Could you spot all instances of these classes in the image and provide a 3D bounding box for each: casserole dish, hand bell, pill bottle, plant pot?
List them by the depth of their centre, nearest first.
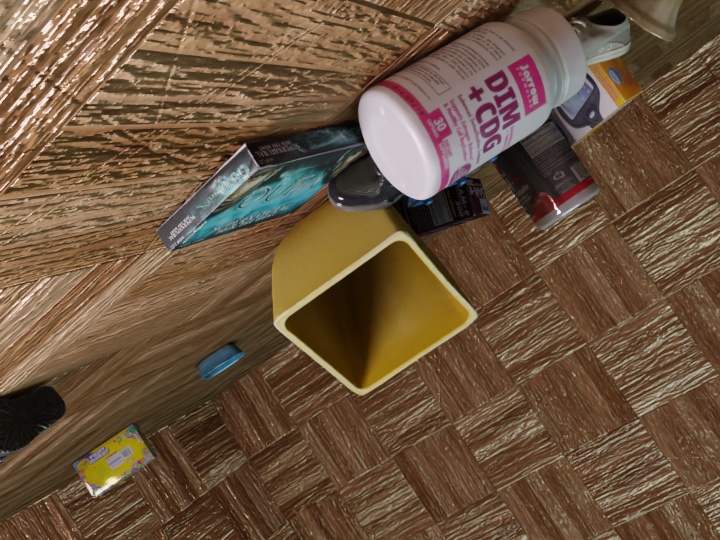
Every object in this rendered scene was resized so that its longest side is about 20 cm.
[{"bbox_3d":[0.108,-0.162,0.743,0.200,0.114,0.113,-33,175,-17],"label":"pill bottle"},{"bbox_3d":[0.363,-0.360,0.843,0.104,0.104,0.200,-29,160,-51],"label":"hand bell"},{"bbox_3d":[0.000,0.000,1.036,0.194,0.200,0.196,-35,131,12],"label":"plant pot"},{"bbox_3d":[0.266,-0.172,1.211,0.111,0.200,0.111,-34,175,-3],"label":"pill bottle"},{"bbox_3d":[-0.355,0.229,2.001,0.121,0.039,0.200,-34,176,-9],"label":"casserole dish"}]

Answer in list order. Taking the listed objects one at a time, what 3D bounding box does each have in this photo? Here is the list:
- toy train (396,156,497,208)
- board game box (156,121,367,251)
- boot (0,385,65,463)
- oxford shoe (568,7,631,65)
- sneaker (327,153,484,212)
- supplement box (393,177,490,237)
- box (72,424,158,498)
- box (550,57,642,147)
[{"bbox_3d":[0.114,-0.157,1.027,0.200,0.087,0.114,-34,172,-5],"label":"toy train"},{"bbox_3d":[-0.082,-0.083,0.747,0.135,0.028,0.200,-36,175,34],"label":"board game box"},{"bbox_3d":[-0.483,0.226,0.964,0.200,0.066,0.165,-31,175,15],"label":"boot"},{"bbox_3d":[0.253,-0.278,0.971,0.200,0.075,0.058,-24,131,-21],"label":"oxford shoe"},{"bbox_3d":[0.051,-0.137,0.905,0.199,0.076,0.114,-18,152,-1],"label":"sneaker"},{"bbox_3d":[0.083,-0.079,1.175,0.199,0.061,0.109,-17,178,21],"label":"supplement box"},{"bbox_3d":[-0.729,0.569,2.362,0.200,0.122,0.193,-34,175,-16],"label":"box"},{"bbox_3d":[0.318,-0.261,1.170,0.041,0.119,0.200,-32,174,-21],"label":"box"}]
